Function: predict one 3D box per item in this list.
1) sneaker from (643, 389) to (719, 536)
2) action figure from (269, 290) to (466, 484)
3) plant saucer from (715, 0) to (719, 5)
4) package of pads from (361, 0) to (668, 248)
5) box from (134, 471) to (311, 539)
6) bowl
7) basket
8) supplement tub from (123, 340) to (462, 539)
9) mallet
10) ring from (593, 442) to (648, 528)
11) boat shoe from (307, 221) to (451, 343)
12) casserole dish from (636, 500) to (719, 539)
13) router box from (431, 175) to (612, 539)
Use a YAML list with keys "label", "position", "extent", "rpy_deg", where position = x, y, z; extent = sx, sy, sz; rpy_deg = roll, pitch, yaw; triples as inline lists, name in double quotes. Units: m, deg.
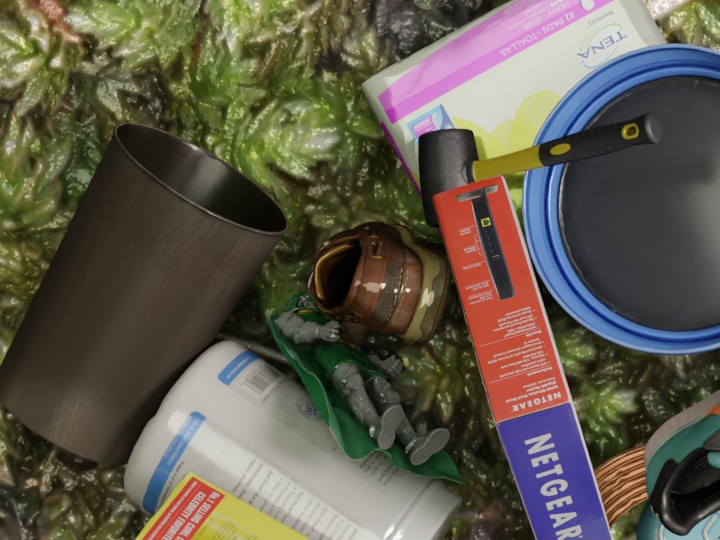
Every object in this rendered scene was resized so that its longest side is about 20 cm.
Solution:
- label: "sneaker"
  position: [0.261, 0.097, 1.545]
  extent: [0.071, 0.080, 0.200]
  rpy_deg: [36, 117, -18]
- label: "action figure"
  position: [-0.010, 0.068, 1.636]
  extent: [0.118, 0.200, 0.055]
  rpy_deg: [30, 100, -36]
- label: "plant saucer"
  position: [0.320, -0.252, 1.665]
  extent: [0.200, 0.035, 0.201]
  rpy_deg: [0, 87, 9]
- label: "package of pads"
  position: [0.123, -0.106, 1.669]
  extent: [0.200, 0.068, 0.155]
  rpy_deg: [-29, 83, 6]
- label: "box"
  position: [-0.045, 0.210, 1.548]
  extent: [0.200, 0.050, 0.075]
  rpy_deg: [28, 48, 13]
- label: "bowl"
  position: [0.205, -0.045, 1.582]
  extent: [0.200, 0.039, 0.201]
  rpy_deg: [-1, 86, 19]
- label: "basket"
  position: [-0.156, 0.021, 1.662]
  extent: [0.136, 0.180, 0.200]
  rpy_deg: [29, 101, -8]
- label: "supplement tub"
  position: [-0.047, 0.151, 1.648]
  extent: [0.200, 0.132, 0.132]
  rpy_deg: [35, 92, 9]
- label: "mallet"
  position: [0.112, -0.083, 1.568]
  extent: [0.200, 0.041, 0.066]
  rpy_deg: [-22, 74, 44]
- label: "ring"
  position: [0.219, 0.212, 1.626]
  extent: [0.200, 0.019, 0.201]
  rpy_deg: [0, 88, 8]
- label: "boat shoe"
  position: [0.000, 0.001, 1.615]
  extent: [0.067, 0.200, 0.072]
  rpy_deg: [14, 93, -17]
- label: "casserole dish"
  position: [0.278, 0.195, 1.646]
  extent: [0.200, 0.039, 0.121]
  rpy_deg: [40, 93, 9]
- label: "router box"
  position: [0.106, 0.069, 1.564]
  extent: [0.049, 0.200, 0.180]
  rpy_deg: [-17, 53, 4]
